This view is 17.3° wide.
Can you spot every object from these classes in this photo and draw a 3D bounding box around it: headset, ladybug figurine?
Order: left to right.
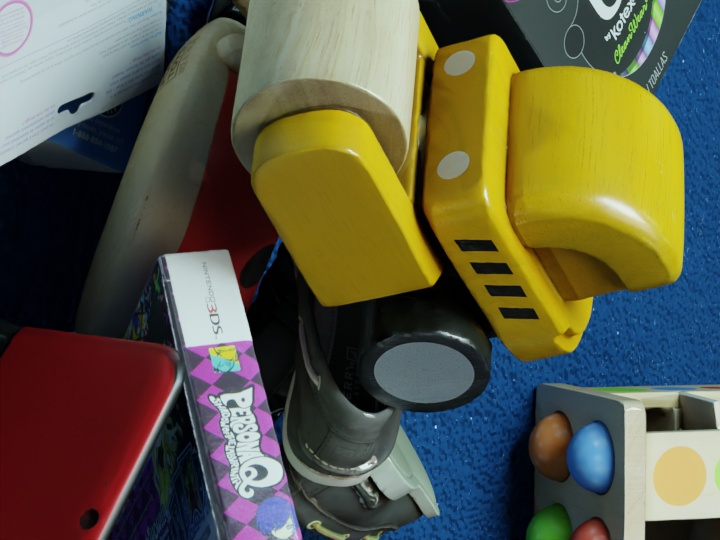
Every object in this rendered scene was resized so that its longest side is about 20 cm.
[{"bbox_3d":[-0.070,-0.025,1.046,0.200,0.072,0.136,115,-4,-48],"label":"ladybug figurine"},{"bbox_3d":[-0.009,0.031,1.151,0.094,0.124,0.200,38,62,4],"label":"headset"}]

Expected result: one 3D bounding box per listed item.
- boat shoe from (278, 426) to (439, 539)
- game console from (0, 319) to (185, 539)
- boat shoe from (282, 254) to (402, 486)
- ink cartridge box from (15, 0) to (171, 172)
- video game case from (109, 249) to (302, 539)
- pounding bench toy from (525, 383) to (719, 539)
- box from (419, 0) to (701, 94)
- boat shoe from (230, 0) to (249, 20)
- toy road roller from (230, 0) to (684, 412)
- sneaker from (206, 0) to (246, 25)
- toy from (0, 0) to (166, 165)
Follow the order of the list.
[{"bbox_3d":[-0.004,0.102,1.191,0.072,0.060,0.201,60,3,12],"label":"boat shoe"},{"bbox_3d":[-0.147,0.131,0.964,0.172,0.118,0.200,78,36,-64],"label":"game console"},{"bbox_3d":[0.000,0.000,1.066,0.067,0.057,0.201,11,56,-14],"label":"boat shoe"},{"bbox_3d":[-0.137,-0.155,1.029,0.116,0.067,0.201,24,76,-50],"label":"ink cartridge box"},{"bbox_3d":[-0.072,0.117,0.992,0.036,0.200,0.182,-6,63,-21],"label":"video game case"},{"bbox_3d":[0.167,0.129,1.398,0.155,0.200,0.125,0,93,-19],"label":"pounding bench toy"},{"bbox_3d":[0.098,-0.176,1.268,0.149,0.124,0.200,51,58,-41],"label":"box"},{"bbox_3d":[-0.022,-0.131,1.050,0.063,0.073,0.200,-35,134,10],"label":"boat shoe"},{"bbox_3d":[0.048,-0.046,0.966,0.200,0.146,0.123,56,28,-42],"label":"toy road roller"},{"bbox_3d":[-0.026,-0.139,1.163,0.080,0.074,0.201,34,68,-44],"label":"sneaker"},{"bbox_3d":[-0.125,-0.153,0.938,0.115,0.047,0.201,-33,139,-46],"label":"toy"}]
